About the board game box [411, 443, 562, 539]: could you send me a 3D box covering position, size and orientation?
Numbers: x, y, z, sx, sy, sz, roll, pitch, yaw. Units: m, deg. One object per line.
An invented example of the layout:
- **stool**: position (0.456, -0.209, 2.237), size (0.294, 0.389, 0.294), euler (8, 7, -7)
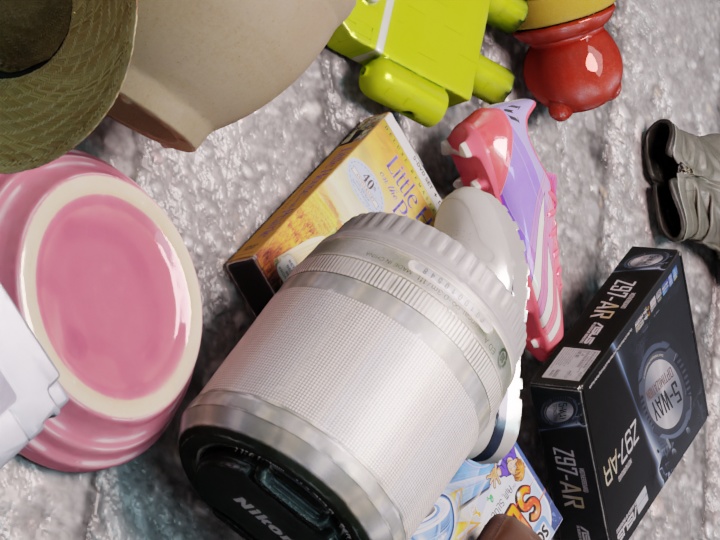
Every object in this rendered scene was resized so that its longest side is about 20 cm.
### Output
- **board game box**: position (0.060, 0.189, 1.662), size (0.135, 0.034, 0.200), euler (58, 43, -20)

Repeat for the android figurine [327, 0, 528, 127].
- **android figurine**: position (0.038, -0.200, 1.728), size (0.200, 0.041, 0.182), euler (28, 66, -33)

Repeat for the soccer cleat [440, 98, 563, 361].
- **soccer cleat**: position (0.124, -0.029, 1.755), size (0.076, 0.067, 0.200), euler (-26, 108, -18)

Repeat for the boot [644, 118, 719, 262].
- **boot**: position (0.297, -0.028, 1.999), size (0.131, 0.068, 0.200), euler (0, 71, -45)

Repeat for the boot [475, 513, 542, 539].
- **boot**: position (0.102, 0.287, 1.614), size (0.187, 0.064, 0.200), euler (64, 36, -18)

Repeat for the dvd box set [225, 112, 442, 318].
- **dvd box set**: position (0.000, 0.000, 1.652), size (0.200, 0.029, 0.146), euler (-48, 115, -45)

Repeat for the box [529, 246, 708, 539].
- **box**: position (0.201, 0.100, 1.814), size (0.200, 0.043, 0.160), euler (-47, 133, -46)

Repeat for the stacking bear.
- **stacking bear**: position (0.149, -0.218, 1.840), size (0.121, 0.114, 0.200), euler (-28, 108, -37)

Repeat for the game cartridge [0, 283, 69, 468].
- **game cartridge**: position (-0.260, 0.078, 1.290), size (0.200, 0.042, 0.133), euler (-44, 109, -35)

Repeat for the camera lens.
- **camera lens**: position (-0.006, 0.083, 1.492), size (0.160, 0.160, 0.200), euler (52, 59, -26)

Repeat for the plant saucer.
- **plant saucer**: position (-0.165, 0.020, 1.435), size (0.200, 0.051, 0.201), euler (18, 66, -47)

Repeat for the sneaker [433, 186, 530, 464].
- **sneaker**: position (0.065, 0.033, 1.644), size (0.080, 0.076, 0.200), euler (10, 67, -29)

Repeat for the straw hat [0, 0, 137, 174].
- **straw hat**: position (-0.197, -0.153, 1.353), size (0.085, 0.201, 0.201), euler (-15, 91, -67)

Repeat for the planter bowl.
- **planter bowl**: position (-0.121, -0.157, 1.451), size (0.200, 0.200, 0.135), euler (36, 80, -38)
